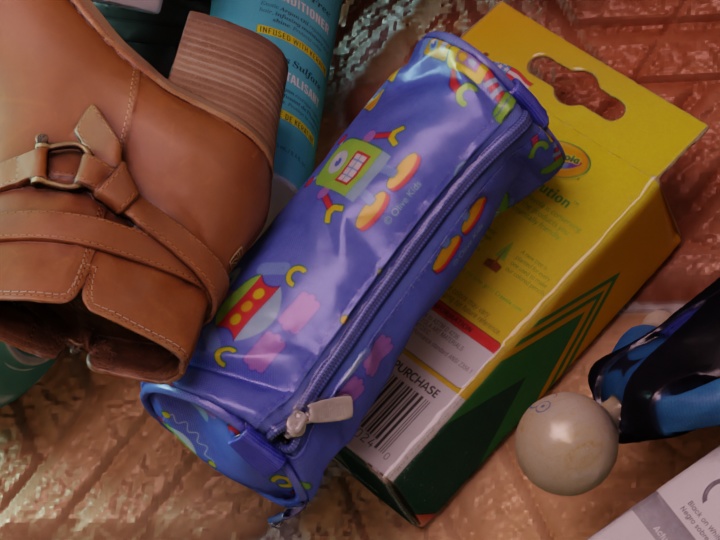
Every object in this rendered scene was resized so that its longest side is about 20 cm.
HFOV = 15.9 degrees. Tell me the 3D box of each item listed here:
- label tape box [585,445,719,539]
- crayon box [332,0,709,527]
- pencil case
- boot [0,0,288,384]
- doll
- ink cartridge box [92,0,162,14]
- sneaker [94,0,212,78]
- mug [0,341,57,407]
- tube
[{"bbox_3d":[0.192,0.114,0.948,0.200,0.063,0.144,-35,56,-3],"label":"label tape box"},{"bbox_3d":[0.042,-0.006,1.081,0.200,0.051,0.127,-46,56,-10],"label":"crayon box"},{"bbox_3d":[0.000,0.000,1.013,0.200,0.078,0.087,-52,29,-14],"label":"pencil case"},{"bbox_3d":[-0.134,-0.044,0.991,0.200,0.074,0.155,12,56,5],"label":"boot"},{"bbox_3d":[0.143,0.024,0.999,0.200,0.048,0.136,-35,16,-14],"label":"doll"},{"bbox_3d":[-0.121,-0.225,1.089,0.145,0.084,0.200,35,112,58],"label":"ink cartridge box"},{"bbox_3d":[-0.148,-0.090,1.187,0.200,0.076,0.091,7,88,36],"label":"sneaker"},{"bbox_3d":[-0.179,-0.027,1.094,0.114,0.185,0.152,13,29,22],"label":"mug"},{"bbox_3d":[-0.038,-0.105,1.123,0.050,0.077,0.200,-27,42,36],"label":"tube"}]
